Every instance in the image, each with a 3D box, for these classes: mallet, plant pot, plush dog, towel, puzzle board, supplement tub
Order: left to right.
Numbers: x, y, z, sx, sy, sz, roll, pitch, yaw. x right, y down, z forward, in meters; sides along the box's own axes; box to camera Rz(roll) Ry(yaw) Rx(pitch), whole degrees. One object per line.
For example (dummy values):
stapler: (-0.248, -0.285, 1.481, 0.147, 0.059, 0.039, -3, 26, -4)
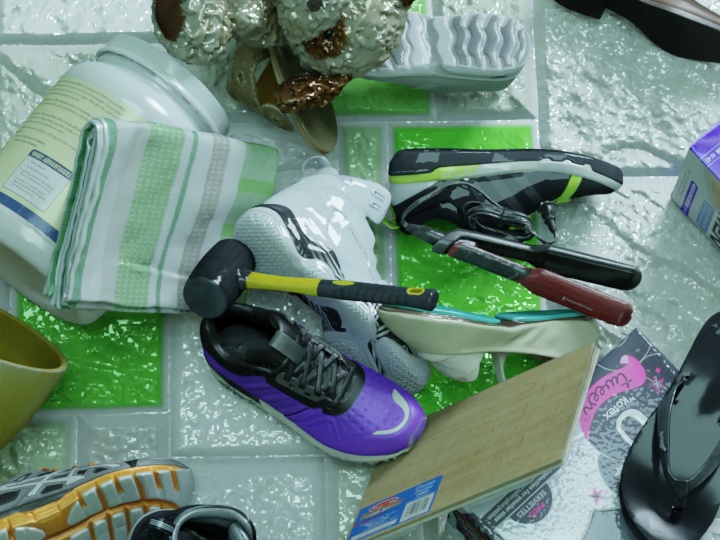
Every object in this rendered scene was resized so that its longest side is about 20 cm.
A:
plant pot: (-0.343, 0.094, 1.692, 0.199, 0.200, 0.142, 26, 96, 8)
supplement tub: (-0.211, -0.074, 1.762, 0.145, 0.145, 0.200, 34, 73, 11)
towel: (-0.147, -0.036, 1.712, 0.031, 0.200, 0.150, 22, 101, 41)
mallet: (-0.041, 0.018, 1.677, 0.199, 0.041, 0.066, 10, 35, 27)
plush dog: (-0.043, -0.222, 1.763, 0.172, 0.160, 0.200, 38, 101, 11)
puzzle board: (0.085, 0.136, 1.657, 0.017, 0.199, 0.151, 52, 31, -18)

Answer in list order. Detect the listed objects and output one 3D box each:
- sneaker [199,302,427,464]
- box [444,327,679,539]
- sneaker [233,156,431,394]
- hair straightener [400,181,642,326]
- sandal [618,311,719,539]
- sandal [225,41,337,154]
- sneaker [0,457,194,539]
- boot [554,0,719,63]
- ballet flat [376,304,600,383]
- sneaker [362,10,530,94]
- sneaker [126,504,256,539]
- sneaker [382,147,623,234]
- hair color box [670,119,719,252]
sneaker: (-0.045, 0.081, 1.715, 0.199, 0.100, 0.070, 23, 67, 20)
box: (0.178, 0.164, 1.696, 0.200, 0.115, 0.132, -40, 76, -14)
sneaker: (0.000, 0.000, 1.770, 0.200, 0.075, 0.115, 45, 54, -6)
hair straightener: (0.130, -0.021, 1.767, 0.199, 0.041, 0.077, 18, 60, 7)
sandal: (0.246, 0.114, 1.632, 0.076, 0.043, 0.201, 21, 69, 7)
sandal: (-0.082, -0.170, 1.853, 0.069, 0.078, 0.212, -29, 62, 22)
sneaker: (-0.226, 0.181, 1.710, 0.199, 0.079, 0.077, -14, 34, -18)
boot: (0.276, -0.291, 1.896, 0.186, 0.064, 0.201, 24, 67, 5)
ballet flat: (0.102, 0.060, 1.735, 0.199, 0.069, 0.070, 3, 68, -27)
sneaker: (0.038, -0.174, 1.834, 0.199, 0.082, 0.075, 10, 66, 3)
sneaker: (-0.079, 0.233, 1.657, 0.199, 0.114, 0.076, 24, 72, -5)
sneaker: (0.115, -0.058, 1.815, 0.199, 0.072, 0.083, 1, 96, 0)
hair color box: (0.341, -0.024, 1.770, 0.065, 0.109, 0.200, -39, 74, -13)
